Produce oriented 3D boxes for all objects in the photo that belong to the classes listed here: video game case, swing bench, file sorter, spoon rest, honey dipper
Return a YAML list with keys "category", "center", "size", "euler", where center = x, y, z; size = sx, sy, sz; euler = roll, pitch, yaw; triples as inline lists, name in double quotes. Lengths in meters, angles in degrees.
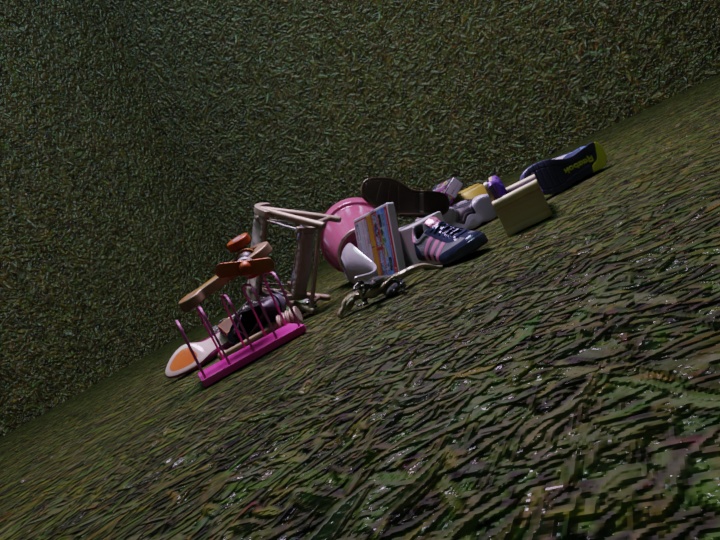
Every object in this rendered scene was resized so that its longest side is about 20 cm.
- category: "video game case"
  center: [0.189, -0.148, 1.492]
  size: [0.183, 0.036, 0.200]
  euler: [-62, 6, -1]
- category: "video game case"
  center: [0.037, -0.052, 1.184]
  size: [0.017, 0.145, 0.200]
  euler: [-10, -1, -20]
- category: "swing bench"
  center: [-0.163, -0.032, 1.254]
  size: [0.197, 0.202, 0.130]
  euler: [11, 14, 13]
- category: "file sorter"
  center: [-0.225, 0.101, 1.033]
  size: [0.198, 0.127, 0.139]
  euler: [-28, 5, -19]
- category: "spoon rest"
  center: [0.000, 0.000, 1.213]
  size: [0.060, 0.101, 0.200]
  euler: [-17, 18, -6]
- category: "honey dipper"
  center: [-0.211, 0.135, 1.162]
  size: [0.198, 0.038, 0.038]
  euler: [-29, 4, 8]

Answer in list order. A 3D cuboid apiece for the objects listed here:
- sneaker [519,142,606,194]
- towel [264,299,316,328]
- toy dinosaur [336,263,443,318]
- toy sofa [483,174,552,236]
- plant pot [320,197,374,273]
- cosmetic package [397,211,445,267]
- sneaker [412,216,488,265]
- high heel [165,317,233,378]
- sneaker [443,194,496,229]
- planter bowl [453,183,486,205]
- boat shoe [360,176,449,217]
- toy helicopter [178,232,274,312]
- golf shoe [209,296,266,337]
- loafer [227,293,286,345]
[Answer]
- category: "sneaker"
  center: [0.425, -0.208, 1.209]
  size: [0.198, 0.075, 0.082]
  euler: [-20, 1, -11]
- category: "towel"
  center: [-0.198, 0.116, 1.379]
  size: [0.198, 0.024, 0.153]
  euler: [-29, 4, -6]
- category: "toy dinosaur"
  center: [0.040, 0.025, 0.929]
  size: [0.198, 0.048, 0.088]
  euler: [-22, -2, 10]
- category: "toy sofa"
  center: [0.281, -0.135, 1.008]
  size: [0.082, 0.099, 0.200]
  euler: [-25, 4, 19]
- category: "plant pot"
  center: [-0.005, -0.070, 1.430]
  size: [0.198, 0.202, 0.179]
  euler: [-26, 19, 2]
- category: "cosmetic package"
  center: [0.100, -0.054, 1.216]
  size: [0.112, 0.082, 0.200]
  euler: [-26, 5, -23]
- category: "sneaker"
  center: [0.144, -0.056, 0.985]
  size: [0.070, 0.083, 0.200]
  euler: [-27, 5, -23]
- category: "high heel"
  center: [-0.364, 0.195, 1.324]
  size: [0.200, 0.067, 0.096]
  euler: [-45, -21, -29]
- category: "sneaker"
  center: [0.220, -0.116, 1.325]
  size: [0.198, 0.076, 0.114]
  euler: [-21, 3, -12]
- category: "planter bowl"
  center: [0.290, -0.175, 1.503]
  size: [0.198, 0.084, 0.200]
  euler: [-26, 4, 2]
- category: "boat shoe"
  center: [0.088, -0.145, 1.208]
  size: [0.197, 0.073, 0.068]
  euler: [13, -9, -15]
- category: "toy helicopter"
  center: [-0.239, 0.011, 1.022]
  size: [0.200, 0.079, 0.132]
  euler: [-40, 21, -28]
- category: "golf shoe"
  center: [-0.306, 0.132, 1.491]
  size: [0.198, 0.078, 0.088]
  euler: [-27, -2, -17]
- category: "loafer"
  center: [-0.239, 0.108, 1.213]
  size: [0.199, 0.073, 0.063]
  euler: [-35, -14, 38]
